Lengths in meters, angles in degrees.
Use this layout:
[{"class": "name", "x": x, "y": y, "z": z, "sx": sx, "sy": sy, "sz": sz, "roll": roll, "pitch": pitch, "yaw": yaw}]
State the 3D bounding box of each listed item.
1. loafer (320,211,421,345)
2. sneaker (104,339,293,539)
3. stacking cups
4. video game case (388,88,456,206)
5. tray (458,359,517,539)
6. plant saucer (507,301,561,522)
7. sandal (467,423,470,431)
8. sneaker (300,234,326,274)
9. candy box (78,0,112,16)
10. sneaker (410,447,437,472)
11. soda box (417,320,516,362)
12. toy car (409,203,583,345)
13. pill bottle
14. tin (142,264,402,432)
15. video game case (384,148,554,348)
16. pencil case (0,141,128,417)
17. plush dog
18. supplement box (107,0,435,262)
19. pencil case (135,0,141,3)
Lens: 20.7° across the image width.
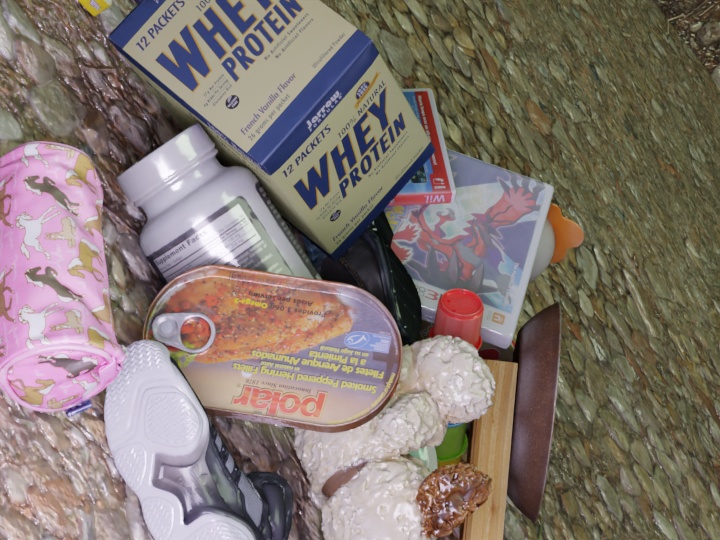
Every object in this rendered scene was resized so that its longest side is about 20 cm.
[{"class": "loafer", "x": 0.000, "y": 0.000, "z": 1.719, "sx": 0.073, "sy": 0.072, "sz": 0.201, "roll": 54, "pitch": 11, "yaw": -41}, {"class": "sneaker", "x": -0.113, "y": 0.144, "z": 1.426, "sx": 0.114, "sy": 0.075, "sz": 0.202, "roll": -6, "pitch": 72, "yaw": -67}, {"class": "stacking cups", "x": 0.079, "y": 0.105, "z": 1.738, "sx": 0.060, "sy": 0.201, "sz": 0.061, "roll": 7, "pitch": 36, "yaw": -5}, {"class": "video game case", "x": -0.019, "y": -0.114, "z": 1.844, "sx": 0.018, "sy": 0.198, "sz": 0.144, "roll": 96, "pitch": -12, "yaw": -47}, {"class": "tray", "x": 0.110, "y": 0.191, "z": 1.740, "sx": 0.099, "sy": 0.037, "sz": 0.202, "roll": 93, "pitch": 3, "yaw": -64}, {"class": "plant saucer", "x": 0.154, "y": 0.127, "z": 1.804, "sx": 0.200, "sy": 0.036, "sz": 0.203, "roll": 6, "pitch": 90, "yaw": -89}, {"class": "sandal", "x": 0.139, "y": 0.109, "z": 2.046, "sx": 0.083, "sy": 0.050, "sz": 0.203, "roll": 51, "pitch": 24, "yaw": -13}, {"class": "sneaker", "x": -0.017, "y": 0.003, "z": 1.816, "sx": 0.082, "sy": 0.074, "sz": 0.201, "roll": 21, "pitch": 42, "yaw": -62}, {"class": "candy box", "x": -0.259, "y": -0.322, "z": 1.777, "sx": 0.102, "sy": 0.026, "sz": 0.201, "roll": 47, "pitch": 24, "yaw": -33}, {"class": "sneaker", "x": -0.006, "y": 0.130, "z": 1.700, "sx": 0.117, "sy": 0.073, "sz": 0.202, "roll": -1, "pitch": 73, "yaw": -42}, {"class": "soda box", "x": 0.109, "y": 0.077, "z": 1.889, "sx": 0.064, "sy": 0.067, "sz": 0.200, "roll": 62, "pitch": 8, "yaw": 31}, {"class": "toy car", "x": 0.119, "y": -0.041, "z": 1.944, "sx": 0.178, "sy": 0.198, "sz": 0.185, "roll": 77, "pitch": 7, "yaw": -46}, {"class": "pill bottle", "x": -0.108, "y": -0.013, "z": 1.586, "sx": 0.201, "sy": 0.110, "sz": 0.111, "roll": 57, "pitch": 22, "yaw": -5}, {"class": "tin", "x": -0.066, "y": 0.061, "z": 1.495, "sx": 0.042, "sy": 0.198, "sz": 0.113, "roll": 86, "pitch": 15, "yaw": -69}, {"class": "video game case", "x": 0.075, "y": -0.034, "z": 1.825, "sx": 0.181, "sy": 0.023, "sz": 0.201, "roll": 19, "pitch": 49, "yaw": 1}, {"class": "pencil case", "x": -0.216, "y": 0.001, "z": 1.374, "sx": 0.086, "sy": 0.082, "sz": 0.201, "roll": 35, "pitch": 31, "yaw": -43}, {"class": "plush dog", "x": 0.010, "y": 0.159, "z": 1.541, "sx": 0.159, "sy": 0.200, "sz": 0.173, "roll": 11, "pitch": 49, "yaw": -41}, {"class": "supplement box", "x": -0.071, "y": -0.147, "z": 1.653, "sx": 0.200, "sy": 0.134, "sz": 0.200, "roll": 39, "pitch": -6, "yaw": 28}, {"class": "pencil case", "x": -0.181, "y": -0.333, "z": 1.878, "sx": 0.085, "sy": 0.084, "sz": 0.201, "roll": 29, "pitch": 32, "yaw": -19}]
